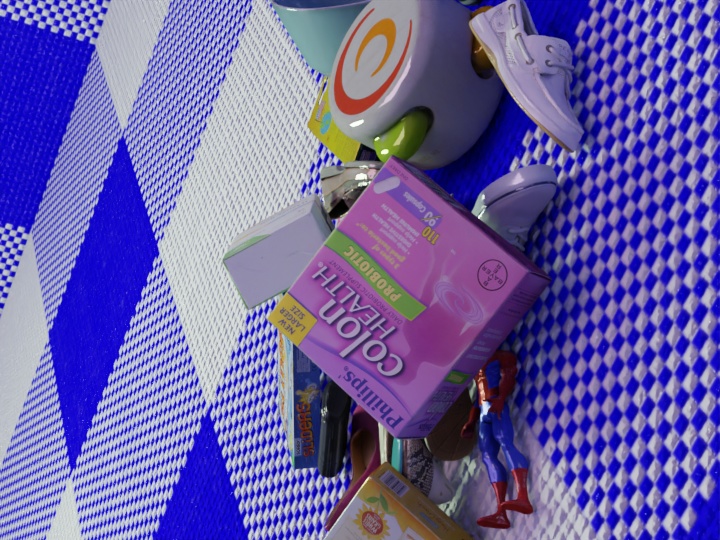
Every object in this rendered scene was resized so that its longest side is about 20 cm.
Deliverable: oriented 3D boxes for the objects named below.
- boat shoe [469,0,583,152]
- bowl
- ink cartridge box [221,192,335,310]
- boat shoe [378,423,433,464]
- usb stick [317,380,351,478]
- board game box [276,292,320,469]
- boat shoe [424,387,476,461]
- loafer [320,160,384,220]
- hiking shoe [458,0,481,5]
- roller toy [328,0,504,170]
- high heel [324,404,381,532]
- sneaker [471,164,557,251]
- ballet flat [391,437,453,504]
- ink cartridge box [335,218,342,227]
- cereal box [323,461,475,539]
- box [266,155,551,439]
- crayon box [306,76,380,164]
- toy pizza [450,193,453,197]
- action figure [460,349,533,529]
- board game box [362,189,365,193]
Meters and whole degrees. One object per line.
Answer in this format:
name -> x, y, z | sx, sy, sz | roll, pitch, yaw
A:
boat shoe -> 0.175, -0.201, 1.442 | 0.069, 0.071, 0.201 | -38, 52, 14
bowl -> -0.003, -0.301, 1.788 | 0.201, 0.200, 0.106 | -130, 25, -61
ink cartridge box -> -0.087, -0.028, 1.686 | 0.117, 0.068, 0.200 | -28, 9, 5
boat shoe -> 0.045, 0.140, 1.567 | 0.076, 0.071, 0.201 | 121, 159, -68
usb stick -> -0.030, 0.179, 1.651 | 0.200, 0.032, 0.056 | 97, -174, -64
board game box -> -0.075, 0.118, 1.772 | 0.136, 0.034, 0.201 | -112, 20, -61
boat shoe -> 0.073, 0.089, 1.485 | 0.069, 0.070, 0.202 | -172, 78, -78
loafer -> 0.002, -0.091, 1.705 | 0.200, 0.071, 0.063 | -177, 95, -71
hiking shoe -> 0.134, -0.389, 1.626 | 0.201, 0.086, 0.075 | -63, 27, 26
roller toy -> 0.068, -0.212, 1.614 | 0.201, 0.139, 0.182 | -64, 32, 6
high heel -> -0.007, 0.211, 1.596 | 0.068, 0.096, 0.201 | -62, 28, 29
sneaker -> 0.141, -0.030, 1.460 | 0.200, 0.073, 0.071 | -53, 49, 51
ballet flat -> 0.052, 0.241, 1.476 | 0.068, 0.075, 0.201 | -100, 20, -61
ink cartridge box -> -0.006, 0.010, 1.776 | 0.119, 0.042, 0.202 | -4, 75, 65
cereal box -> 0.025, 0.302, 1.446 | 0.039, 0.144, 0.200 | -35, -17, -53
box -> 0.046, 0.027, 1.394 | 0.176, 0.097, 0.200 | 41, 100, 19
crayon box -> -0.001, -0.208, 1.866 | 0.128, 0.050, 0.200 | -69, 26, 15
toy pizza -> 0.044, 0.002, 1.577 | 0.201, 0.032, 0.200 | -62, 0, 1
action figure -> 0.127, 0.142, 1.409 | 0.065, 0.051, 0.201 | 129, 148, -48
board game box -> 0.000, 0.000, 1.613 | 0.200, 0.047, 0.152 | 45, -111, -83
